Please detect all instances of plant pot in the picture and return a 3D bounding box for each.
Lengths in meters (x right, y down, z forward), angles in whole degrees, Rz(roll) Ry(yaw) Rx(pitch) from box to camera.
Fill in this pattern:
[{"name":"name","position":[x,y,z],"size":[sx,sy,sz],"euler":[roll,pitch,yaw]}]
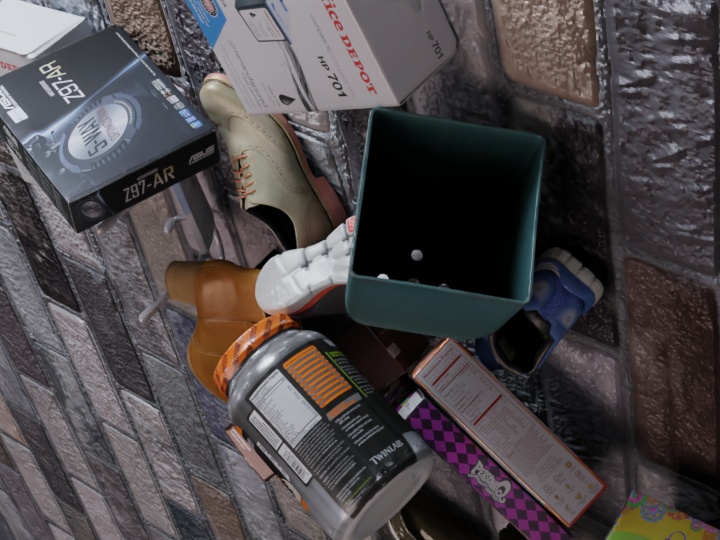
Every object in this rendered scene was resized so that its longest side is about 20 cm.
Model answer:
[{"name":"plant pot","position":[0.056,-0.019,1.200],"size":[0.140,0.142,0.200],"euler":[9,160,-4]}]

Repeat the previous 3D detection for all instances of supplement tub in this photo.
[{"name":"supplement tub","position":[-0.038,0.142,1.331],"size":[0.200,0.122,0.123],"euler":[46,152,20]}]

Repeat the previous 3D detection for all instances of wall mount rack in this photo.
[{"name":"wall mount rack","position":[-0.206,-0.052,1.505],"size":[0.074,0.174,0.201],"euler":[-13,126,11]}]

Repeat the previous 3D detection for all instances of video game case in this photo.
[{"name":"video game case","position":[0.110,0.188,1.436],"size":[0.200,0.036,0.181],"euler":[44,179,-8]}]

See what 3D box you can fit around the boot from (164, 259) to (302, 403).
[{"name":"boot","position":[-0.114,0.073,1.487],"size":[0.143,0.071,0.202],"euler":[11,137,37]}]

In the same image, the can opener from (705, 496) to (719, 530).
[{"name":"can opener","position":[0.352,0.201,1.213],"size":[0.079,0.063,0.200],"euler":[47,150,-5]}]

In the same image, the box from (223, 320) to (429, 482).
[{"name":"box","position":[-0.034,0.118,1.455],"size":[0.200,0.100,0.075],"euler":[-38,90,22]}]

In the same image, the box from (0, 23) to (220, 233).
[{"name":"box","position":[-0.255,-0.142,1.405],"size":[0.200,0.160,0.044],"euler":[47,155,34]}]

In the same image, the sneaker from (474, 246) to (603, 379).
[{"name":"sneaker","position":[0.135,0.049,1.269],"size":[0.079,0.089,0.200],"euler":[43,156,5]}]

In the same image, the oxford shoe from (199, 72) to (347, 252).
[{"name":"oxford shoe","position":[-0.095,-0.099,1.392],"size":[0.200,0.074,0.071],"euler":[51,150,-10]}]

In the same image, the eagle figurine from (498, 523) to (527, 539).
[{"name":"eagle figurine","position":[0.190,0.323,1.464],"size":[0.151,0.200,0.152],"euler":[-35,85,43]}]

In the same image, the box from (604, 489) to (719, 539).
[{"name":"box","position":[0.267,0.340,1.307],"size":[0.122,0.201,0.193],"euler":[23,162,33]}]

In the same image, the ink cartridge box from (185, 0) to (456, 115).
[{"name":"ink cartridge box","position":[-0.040,-0.211,1.176],"size":[0.199,0.086,0.147],"euler":[5,131,50]}]

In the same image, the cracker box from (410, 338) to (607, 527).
[{"name":"cracker box","position":[0.136,0.148,1.372],"size":[0.200,0.058,0.134],"euler":[44,179,3]}]

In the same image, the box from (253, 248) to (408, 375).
[{"name":"box","position":[-0.061,0.093,1.587],"size":[0.200,0.079,0.141],"euler":[43,153,5]}]

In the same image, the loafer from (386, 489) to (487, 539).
[{"name":"loafer","position":[0.113,0.316,1.658],"size":[0.200,0.075,0.070],"euler":[42,139,-3]}]

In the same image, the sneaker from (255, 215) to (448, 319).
[{"name":"sneaker","position":[0.000,0.000,1.374],"size":[0.199,0.078,0.082],"euler":[-14,154,25]}]

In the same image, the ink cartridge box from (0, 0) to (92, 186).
[{"name":"ink cartridge box","position":[-0.334,-0.184,1.577],"size":[0.145,0.084,0.201],"euler":[19,141,37]}]
